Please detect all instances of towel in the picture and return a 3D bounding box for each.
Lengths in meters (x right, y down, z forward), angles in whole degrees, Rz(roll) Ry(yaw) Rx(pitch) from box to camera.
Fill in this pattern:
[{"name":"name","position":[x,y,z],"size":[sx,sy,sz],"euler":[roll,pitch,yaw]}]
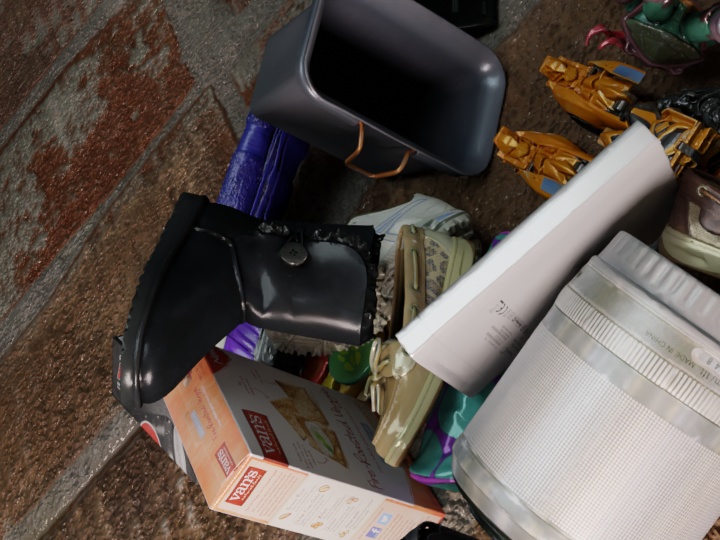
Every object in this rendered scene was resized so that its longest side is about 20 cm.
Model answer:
[{"name":"towel","position":[-0.083,-0.094,1.210],"size":[0.049,0.148,0.201],"euler":[19,86,12]}]

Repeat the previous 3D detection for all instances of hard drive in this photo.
[{"name":"hard drive","position":[0.124,-0.001,0.831],"size":[0.200,0.132,0.027],"euler":[-41,63,6]}]

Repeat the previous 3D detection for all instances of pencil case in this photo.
[{"name":"pencil case","position":[0.108,0.073,0.937],"size":[0.092,0.085,0.201],"euler":[1,68,63]}]

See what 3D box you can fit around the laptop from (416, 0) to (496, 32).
[{"name":"laptop","position":[0.045,-0.272,1.266],"size":[0.199,0.116,0.188],"euler":[-5,61,14]}]

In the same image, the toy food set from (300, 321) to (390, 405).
[{"name":"toy food set","position":[-0.037,0.053,1.133],"size":[0.198,0.049,0.201],"euler":[-34,46,30]}]

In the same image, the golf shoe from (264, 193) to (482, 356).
[{"name":"golf shoe","position":[0.000,0.000,1.054],"size":[0.199,0.079,0.097],"euler":[-25,39,-16]}]

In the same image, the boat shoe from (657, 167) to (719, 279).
[{"name":"boat shoe","position":[0.282,-0.016,0.772],"size":[0.199,0.072,0.072],"euler":[21,106,34]}]

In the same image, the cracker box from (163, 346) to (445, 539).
[{"name":"cracker box","position":[-0.043,0.139,0.968],"size":[0.058,0.199,0.134],"euler":[-53,40,16]}]

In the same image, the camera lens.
[{"name":"camera lens","position":[0.166,0.097,0.800],"size":[0.201,0.160,0.160],"euler":[-55,40,7]}]

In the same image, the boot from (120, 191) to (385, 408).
[{"name":"boot","position":[-0.073,0.027,0.918],"size":[0.201,0.167,0.077],"euler":[-75,-5,-46]}]

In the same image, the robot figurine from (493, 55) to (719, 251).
[{"name":"robot figurine","position":[0.194,-0.092,0.958],"size":[0.145,0.058,0.200],"euler":[-58,39,2]}]

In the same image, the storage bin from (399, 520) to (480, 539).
[{"name":"storage bin","position":[0.080,0.252,0.770],"size":[0.094,0.200,0.136],"euler":[-41,43,24]}]

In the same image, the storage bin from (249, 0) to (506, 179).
[{"name":"storage bin","position":[0.004,-0.147,1.106],"size":[0.134,0.199,0.146],"euler":[-15,57,55]}]

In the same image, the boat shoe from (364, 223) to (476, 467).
[{"name":"boat shoe","position":[0.035,0.053,0.948],"size":[0.073,0.062,0.201],"euler":[116,173,-52]}]

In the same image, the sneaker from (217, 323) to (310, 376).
[{"name":"sneaker","position":[-0.074,0.062,1.076],"size":[0.099,0.069,0.201],"euler":[-25,52,32]}]

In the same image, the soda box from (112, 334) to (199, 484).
[{"name":"soda box","position":[-0.171,0.125,1.207],"size":[0.200,0.063,0.071],"euler":[31,123,51]}]

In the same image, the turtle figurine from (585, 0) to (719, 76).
[{"name":"turtle figurine","position":[0.237,-0.195,0.932],"size":[0.200,0.149,0.101],"euler":[-61,-15,-82]}]
